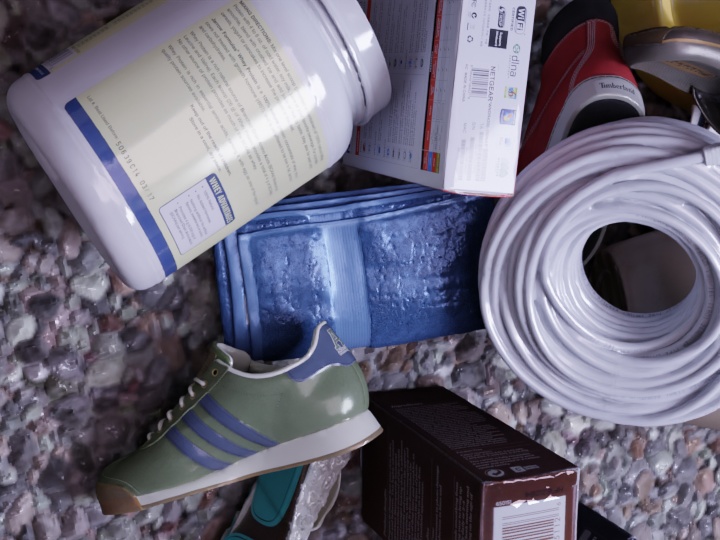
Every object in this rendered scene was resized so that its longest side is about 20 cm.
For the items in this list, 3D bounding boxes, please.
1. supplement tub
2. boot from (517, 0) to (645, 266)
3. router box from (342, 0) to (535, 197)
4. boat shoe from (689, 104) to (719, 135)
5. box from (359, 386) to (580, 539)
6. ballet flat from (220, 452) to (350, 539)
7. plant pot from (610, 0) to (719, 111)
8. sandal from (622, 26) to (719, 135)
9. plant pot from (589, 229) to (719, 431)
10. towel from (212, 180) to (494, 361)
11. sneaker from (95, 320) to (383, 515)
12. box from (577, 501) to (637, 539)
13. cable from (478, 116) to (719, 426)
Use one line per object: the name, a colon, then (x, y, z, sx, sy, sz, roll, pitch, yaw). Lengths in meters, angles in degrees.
supplement tub: (-0.095, -0.099, 0.727, 0.199, 0.145, 0.146, -34, 110, -12)
boot: (0.141, -0.090, 0.863, 0.072, 0.145, 0.201, 12, 133, -11)
router box: (0.047, -0.158, 0.753, 0.048, 0.179, 0.203, 2, 99, -21)
boat shoe: (0.255, -0.086, 0.865, 0.198, 0.071, 0.070, -6, 117, 20)
box: (0.067, 0.153, 0.805, 0.074, 0.200, 0.101, -4, 102, -22)
ballet flat: (-0.055, 0.187, 0.839, 0.071, 0.072, 0.202, 26, 90, -23)
plant pot: (0.308, -0.208, 0.841, 0.198, 0.189, 0.203, -4, 101, -19)
sandal: (0.256, -0.110, 0.781, 0.198, 0.081, 0.055, 13, 82, -27)
plant pot: (0.266, 0.039, 0.884, 0.171, 0.200, 0.203, -3, 101, -4)
towel: (0.000, 0.000, 0.816, 0.197, 0.049, 0.113, -7, 104, -9)
sneaker: (-0.090, 0.093, 0.789, 0.198, 0.067, 0.091, -17, 92, 10)
box: (0.175, 0.250, 0.864, 0.196, 0.200, 0.118, 37, 85, -22)
cable: (0.176, 0.001, 0.764, 0.198, 0.069, 0.202, 4, 115, 16)
